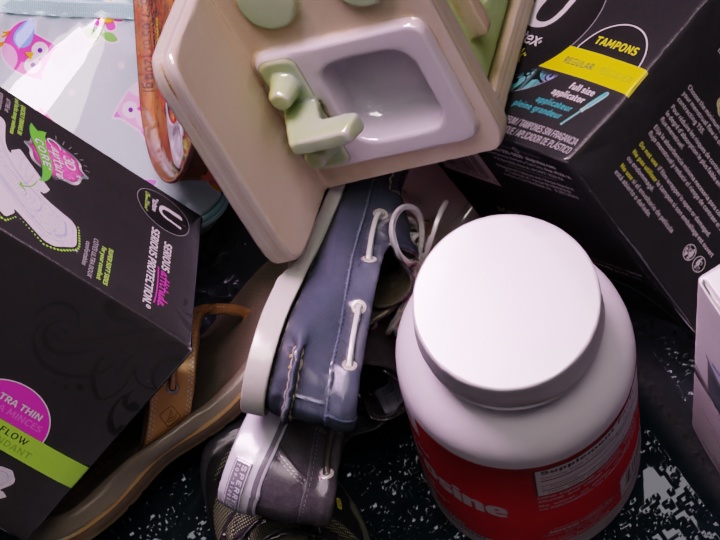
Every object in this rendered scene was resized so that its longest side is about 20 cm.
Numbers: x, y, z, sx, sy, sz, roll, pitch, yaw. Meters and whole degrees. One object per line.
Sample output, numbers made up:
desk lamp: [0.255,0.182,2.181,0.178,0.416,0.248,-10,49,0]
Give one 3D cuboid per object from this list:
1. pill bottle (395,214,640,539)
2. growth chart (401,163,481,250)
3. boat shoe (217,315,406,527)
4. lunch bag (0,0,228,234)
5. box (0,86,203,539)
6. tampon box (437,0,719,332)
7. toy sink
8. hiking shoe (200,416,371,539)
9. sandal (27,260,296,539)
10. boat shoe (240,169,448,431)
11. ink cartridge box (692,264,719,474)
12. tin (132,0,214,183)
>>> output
pill bottle: [0.075,0.054,1.267,0.111,0.200,0.113,-3,66,6]
growth chart: [0.023,-0.104,1.380,0.200,0.018,0.145,45,85,-10]
boat shoe: [-0.007,0.056,1.319,0.066,0.070,0.200,20,35,7]
lunch bag: [-0.163,-0.096,1.392,0.199,0.077,0.162,2,86,-10]
box: [-0.197,0.003,1.290,0.199,0.149,0.125,33,27,-18]
tampon box: [0.149,-0.099,1.315,0.200,0.126,0.150,-50,34,-14]
toy sink: [0.003,-0.122,1.241,0.111,0.131,0.201,-11,39,28]
hiking shoe: [-0.025,0.148,1.293,0.075,0.101,0.201,-25,66,-5]
sandal: [-0.103,0.059,1.351,0.200,0.080,0.054,-42,113,-7]
boat shoe: [0.000,0.000,1.280,0.061,0.075,0.200,17,39,7]
ink cartridge box: [0.237,0.035,1.255,0.146,0.200,0.086,-31,66,-7]
tin: [-0.082,-0.142,1.316,0.042,0.112,0.201,-2,79,-15]
